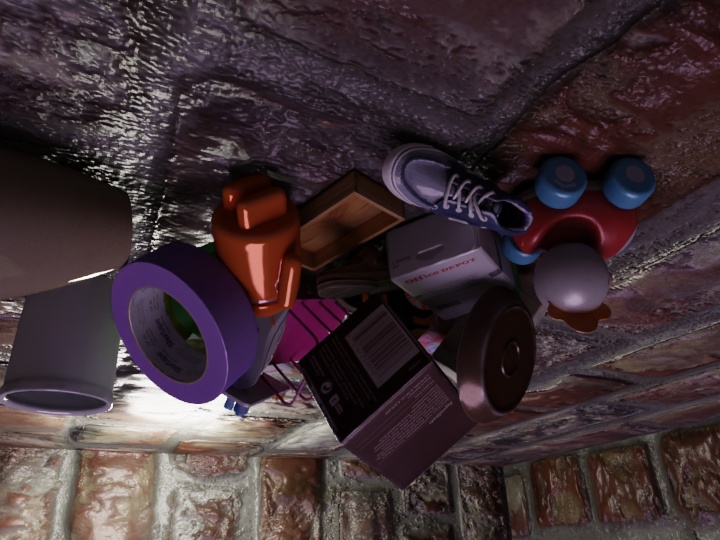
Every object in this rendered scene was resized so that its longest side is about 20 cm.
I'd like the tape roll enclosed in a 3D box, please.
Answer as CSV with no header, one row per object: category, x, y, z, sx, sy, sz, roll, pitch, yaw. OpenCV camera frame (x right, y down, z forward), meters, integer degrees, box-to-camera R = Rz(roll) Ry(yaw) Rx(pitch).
tape roll,-0.230,0.070,0.726,0.198,0.203,0.066,-24,-171,37

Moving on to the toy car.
toy car,0.290,-0.011,0.735,0.172,0.205,0.185,0,154,-5

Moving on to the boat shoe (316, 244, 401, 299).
boat shoe,0.000,0.000,0.827,0.071,0.070,0.198,-16,171,33

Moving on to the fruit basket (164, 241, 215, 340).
fruit basket,-0.266,0.068,0.902,0.212,0.157,0.218,-23,148,-16

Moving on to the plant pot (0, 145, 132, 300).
plant pot,-0.379,-0.052,0.655,0.196,0.192,0.187,1,156,-35

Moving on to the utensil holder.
utensil holder,-0.488,0.123,0.937,0.165,0.205,0.171,-1,154,-1

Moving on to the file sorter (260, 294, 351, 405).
file sorter,-0.068,0.136,0.959,0.198,0.125,0.141,2,122,-53

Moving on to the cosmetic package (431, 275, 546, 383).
cosmetic package,0.221,0.104,0.944,0.103,0.201,0.073,33,167,26

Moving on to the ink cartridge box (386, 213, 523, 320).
ink cartridge box,0.147,-0.008,0.857,0.143,0.086,0.199,-20,148,25

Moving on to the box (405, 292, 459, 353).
box,0.157,0.098,1.053,0.197,0.102,0.095,18,147,-36

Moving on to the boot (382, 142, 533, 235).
boot,0.122,-0.094,0.665,0.197,0.074,0.090,11,-166,-38

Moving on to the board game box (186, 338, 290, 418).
board game box,-0.231,0.170,0.912,0.196,0.026,0.200,25,-179,12

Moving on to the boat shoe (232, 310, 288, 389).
boat shoe,-0.146,0.081,0.855,0.070,0.205,0.066,16,-179,5

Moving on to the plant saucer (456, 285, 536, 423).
plant saucer,0.209,0.127,0.821,0.034,0.205,0.198,6,166,44

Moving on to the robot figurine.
robot figurine,-0.134,-0.022,0.734,0.140,0.118,0.204,12,130,9

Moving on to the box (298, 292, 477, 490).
box,0.044,0.181,0.830,0.164,0.166,0.201,-40,132,0

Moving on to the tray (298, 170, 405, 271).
tray,-0.041,-0.064,0.791,0.097,0.038,0.198,22,144,-38

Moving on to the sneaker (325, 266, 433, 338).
sneaker,0.032,0.042,0.936,0.199,0.070,0.091,38,111,-4

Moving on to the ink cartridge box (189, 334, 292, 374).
ink cartridge box,-0.241,0.148,1.136,0.141,0.086,0.200,-11,152,18
